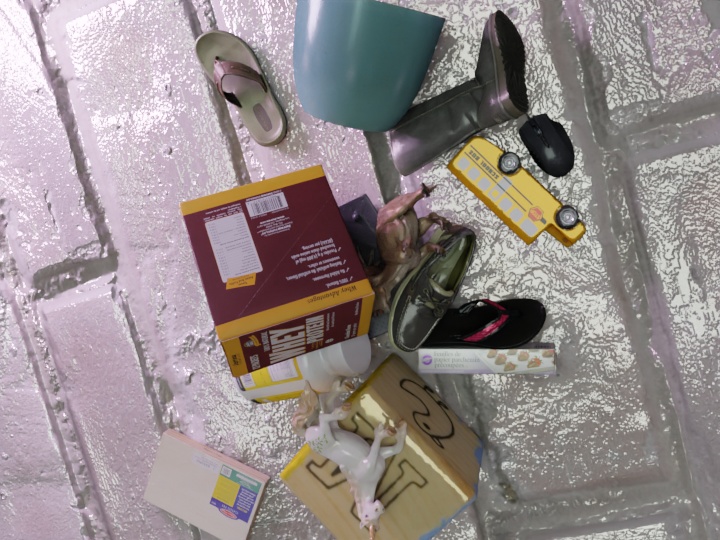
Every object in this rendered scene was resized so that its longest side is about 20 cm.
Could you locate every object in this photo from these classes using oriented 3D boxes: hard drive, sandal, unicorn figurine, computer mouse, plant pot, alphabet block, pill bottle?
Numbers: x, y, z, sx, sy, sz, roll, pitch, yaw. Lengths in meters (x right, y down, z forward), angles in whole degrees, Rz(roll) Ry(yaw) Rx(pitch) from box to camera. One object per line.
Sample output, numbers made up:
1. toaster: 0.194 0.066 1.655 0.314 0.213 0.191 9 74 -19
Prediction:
1. hard drive: 0.000 0.000 1.030 0.134 0.042 0.201 -24 92 16
2. sandal: -0.179 -0.280 1.031 0.080 0.057 0.202 -36 88 16
3. unicorn figurine: -0.006 0.232 0.858 0.200 0.074 0.138 40 115 21
4. computer mouse: 0.232 -0.218 0.946 0.058 0.034 0.201 -35 87 17
5. plant pot: -0.001 -0.281 0.922 0.199 0.201 0.162 18 111 11
6. alphabet block: 0.037 0.272 0.981 0.200 0.195 0.196 44 103 4
7. sandal: 0.165 0.074 0.981 0.198 0.045 0.076 -7 55 17
8. pill bottle: -0.088 0.130 1.013 0.199 0.112 0.113 -16 93 31

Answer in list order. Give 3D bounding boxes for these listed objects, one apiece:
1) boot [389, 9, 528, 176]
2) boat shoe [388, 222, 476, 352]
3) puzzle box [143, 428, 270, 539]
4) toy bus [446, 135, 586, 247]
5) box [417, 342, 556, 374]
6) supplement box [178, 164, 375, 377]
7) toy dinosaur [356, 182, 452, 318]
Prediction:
1. boot: 0.129 -0.241 0.942 0.199 0.072 0.183 -24 51 44
2. boat shoe: 0.103 0.025 0.967 0.071 0.066 0.202 28 86 -16
3. puzzle box: -0.262 0.369 1.156 0.199 0.025 0.134 23 102 10
4. toy bus: 0.218 -0.104 0.948 0.200 0.065 0.078 45 105 5
5. box: 0.184 0.128 1.002 0.198 0.041 0.039 -2 97 14
6. supplement box: -0.109 0.001 0.898 0.196 0.133 0.201 -17 66 -12
7. toy dinosaur: 0.047 -0.046 0.960 0.135 0.086 0.201 -13 54 42
